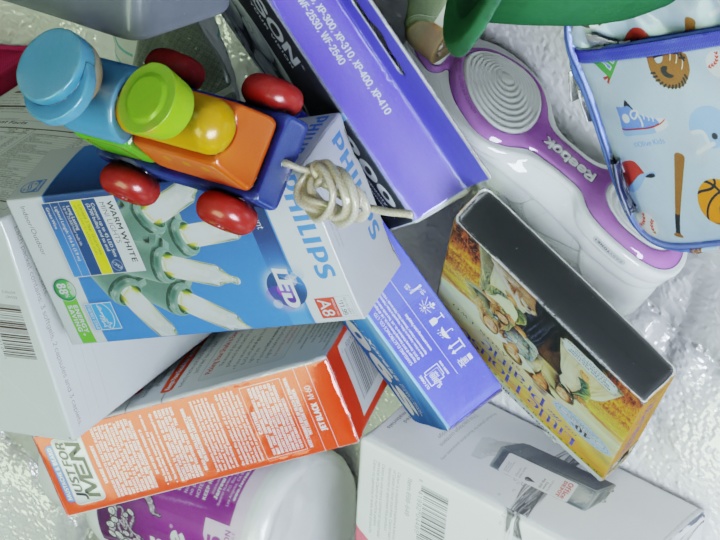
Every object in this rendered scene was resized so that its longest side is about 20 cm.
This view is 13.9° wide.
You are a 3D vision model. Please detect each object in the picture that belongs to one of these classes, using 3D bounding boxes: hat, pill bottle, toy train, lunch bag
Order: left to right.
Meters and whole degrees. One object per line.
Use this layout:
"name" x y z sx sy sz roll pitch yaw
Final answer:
"pill bottle" -0.111 0.143 1.939 0.200 0.112 0.113 17 128 33
"toy train" -0.077 -0.073 1.531 0.200 0.085 0.116 17 173 36
"hat" 0.152 -0.150 1.436 0.176 0.200 0.166 21 100 -9
"lunch bag" 0.195 -0.094 1.471 0.200 0.076 0.161 -5 111 41

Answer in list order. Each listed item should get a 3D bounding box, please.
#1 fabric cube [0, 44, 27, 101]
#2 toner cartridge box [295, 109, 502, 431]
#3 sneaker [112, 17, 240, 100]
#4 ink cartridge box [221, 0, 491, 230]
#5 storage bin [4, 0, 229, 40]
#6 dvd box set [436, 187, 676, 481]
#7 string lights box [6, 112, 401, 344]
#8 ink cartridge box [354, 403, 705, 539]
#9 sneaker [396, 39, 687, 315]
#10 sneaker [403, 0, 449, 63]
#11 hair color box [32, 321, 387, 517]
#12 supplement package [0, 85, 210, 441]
"fabric cube" -0.317 -0.025 1.940 0.200 0.199 0.197 6 122 39
"toner cartridge box" 0.000 0.000 1.728 0.200 0.043 0.095 54 170 -7
"sneaker" -0.110 -0.139 1.707 0.070 0.080 0.201 -10 102 4
"ink cartridge box" -0.015 -0.114 1.654 0.198 0.043 0.200 56 169 -3
"storage bin" -0.154 -0.206 1.577 0.200 0.145 0.135 18 117 33
"dvd box set" 0.104 0.040 1.667 0.146 0.029 0.200 45 167 9
"string lights box" -0.088 -0.022 1.662 0.199 0.059 0.103 -6 121 31
"ink cartridge box" 0.099 0.176 1.796 0.200 0.085 0.146 27 133 28
"sneaker" 0.086 -0.047 1.657 0.200 0.075 0.100 46 138 7
"sneaker" 0.058 -0.209 1.578 0.090 0.067 0.200 42 132 11
"hair color box" -0.088 0.081 1.821 0.199 0.111 0.064 -14 108 19
"supplement package" -0.184 -0.016 1.825 0.150 0.200 0.152 6 121 39
